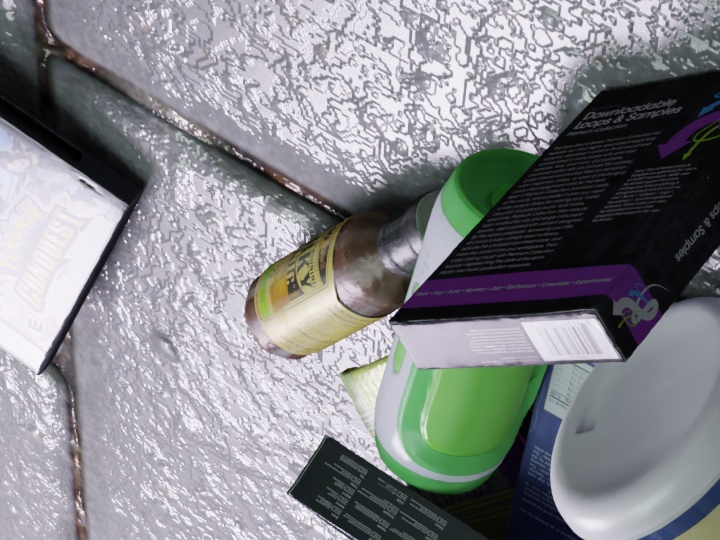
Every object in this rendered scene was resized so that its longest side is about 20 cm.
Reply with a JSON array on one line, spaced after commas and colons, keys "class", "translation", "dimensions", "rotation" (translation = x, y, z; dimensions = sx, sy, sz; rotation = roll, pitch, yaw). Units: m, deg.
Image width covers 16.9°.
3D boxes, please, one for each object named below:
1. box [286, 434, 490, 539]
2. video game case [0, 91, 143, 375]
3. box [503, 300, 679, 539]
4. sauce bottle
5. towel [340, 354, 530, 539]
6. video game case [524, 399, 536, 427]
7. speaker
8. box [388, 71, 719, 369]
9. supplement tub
[{"class": "box", "translation": [0.068, 0.183, 1.439], "dimensions": [0.199, 0.044, 0.160], "rotation": [31, 173, 24]}, {"class": "video game case", "translation": [-0.261, -0.039, 1.668], "dimensions": [0.180, 0.026, 0.200], "rotation": [35, 135, 1]}, {"class": "box", "translation": [0.152, 0.104, 1.376], "dimensions": [0.121, 0.032, 0.201], "rotation": [28, 124, 26]}, {"class": "sauce bottle", "translation": [0.000, 0.000, 1.456], "dimensions": [0.065, 0.065, 0.200], "rotation": [51, 144, -6]}, {"class": "towel", "translation": [0.077, 0.129, 1.501], "dimensions": [0.200, 0.023, 0.143], "rotation": [54, 146, -8]}, {"class": "video game case", "translation": [0.174, 0.156, 1.462], "dimensions": [0.181, 0.023, 0.201], "rotation": [16, 135, 38]}, {"class": "speaker", "translation": [0.065, 0.031, 1.353], "dimensions": [0.088, 0.088, 0.201], "rotation": [33, 133, 19]}, {"class": "box", "translation": [0.123, -0.028, 1.171], "dimensions": [0.143, 0.200, 0.036], "rotation": [-5, 125, 50]}, {"class": "supplement tub", "translation": [0.211, 0.124, 1.250], "dimensions": [0.200, 0.145, 0.144], "rotation": [39, 150, -22]}]
